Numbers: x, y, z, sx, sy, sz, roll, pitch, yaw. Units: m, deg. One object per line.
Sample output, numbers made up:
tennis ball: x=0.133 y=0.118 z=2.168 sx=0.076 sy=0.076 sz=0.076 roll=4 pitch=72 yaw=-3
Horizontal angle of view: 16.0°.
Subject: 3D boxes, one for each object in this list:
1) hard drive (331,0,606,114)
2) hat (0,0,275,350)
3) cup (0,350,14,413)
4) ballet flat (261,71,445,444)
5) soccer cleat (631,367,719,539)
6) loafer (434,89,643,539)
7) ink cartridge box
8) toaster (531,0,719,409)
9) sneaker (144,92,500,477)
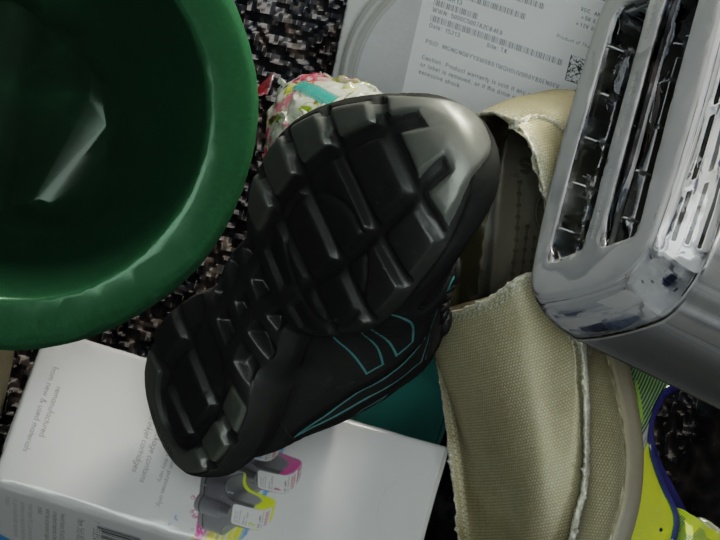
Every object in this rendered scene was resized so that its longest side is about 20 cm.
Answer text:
hard drive: x=0.063 y=-0.091 z=0.971 sx=0.139 sy=0.038 sz=0.200 roll=20 pitch=120 yaw=12
hat: x=-0.132 y=-0.065 z=0.942 sx=0.200 sy=0.176 sz=0.166 roll=42 pitch=87 yaw=-20
cup: x=-0.208 y=-0.008 z=0.979 sx=0.200 sy=0.200 sz=0.143 roll=26 pitch=62 yaw=1
ballet flat: x=0.000 y=0.000 z=0.992 sx=0.076 sy=0.200 sz=0.064 roll=-30 pitch=50 yaw=-25
soccer cleat: x=0.106 y=0.131 z=1.019 sx=0.083 sy=0.065 sz=0.201 roll=-2 pitch=86 yaw=-3
loafer: x=0.055 y=0.029 z=0.917 sx=0.068 sy=0.076 sz=0.200 roll=13 pitch=74 yaw=-39
ink cartridge box: x=-0.037 y=0.100 z=0.989 sx=0.200 sy=0.115 sz=0.068 roll=17 pitch=65 yaw=0
toaster: x=0.142 y=-0.027 z=0.871 sx=0.129 sy=0.114 sz=0.200 roll=22 pitch=74 yaw=-20
sneaker: x=-0.003 y=0.000 z=0.870 sx=0.079 sy=0.200 sz=0.076 roll=-9 pitch=66 yaw=-36
